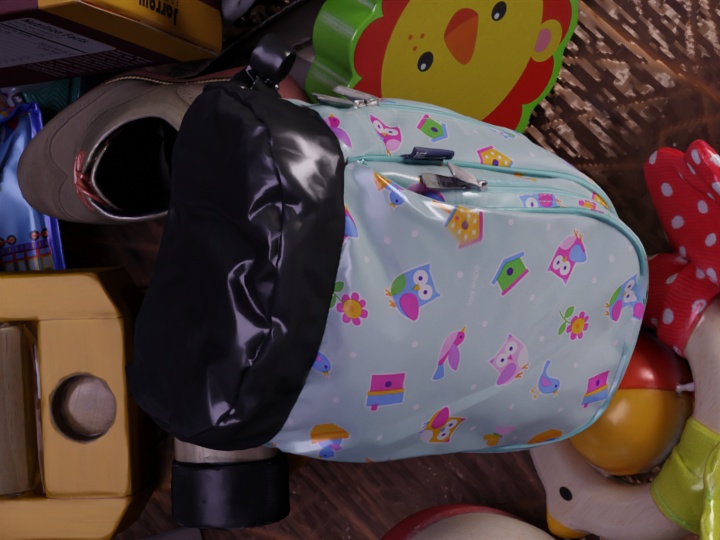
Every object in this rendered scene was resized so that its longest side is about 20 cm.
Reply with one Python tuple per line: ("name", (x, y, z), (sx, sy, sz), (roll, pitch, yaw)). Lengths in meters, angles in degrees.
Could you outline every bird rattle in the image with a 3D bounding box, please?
("bird rattle", (0.133, 0.048, 0.790), (0.162, 0.112, 0.202), (-16, 83, 43))

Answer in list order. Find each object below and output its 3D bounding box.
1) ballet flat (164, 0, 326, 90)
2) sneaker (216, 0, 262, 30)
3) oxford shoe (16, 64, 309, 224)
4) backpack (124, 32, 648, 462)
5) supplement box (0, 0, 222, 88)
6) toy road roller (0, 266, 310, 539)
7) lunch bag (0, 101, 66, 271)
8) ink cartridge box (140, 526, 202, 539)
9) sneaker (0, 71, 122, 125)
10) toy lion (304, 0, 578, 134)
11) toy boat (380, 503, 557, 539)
("ballet flat", (-0.029, -0.109, 0.888), (0.199, 0.046, 0.068), (-21, 85, 27))
("sneaker", (-0.014, -0.170, 0.852), (0.200, 0.098, 0.071), (-40, 58, 51))
("oxford shoe", (-0.111, -0.054, 0.819), (0.199, 0.075, 0.071), (-11, 100, 47))
("backpack", (0.018, 0.006, 0.739), (0.127, 0.199, 0.168), (48, 127, 46))
("supplement box", (-0.184, -0.195, 0.827), (0.198, 0.133, 0.199), (-5, 84, 22))
("toy road roller", (-0.112, 0.059, 0.872), (0.198, 0.146, 0.124), (-2, 93, 6))
("lunch bag", (-0.216, 0.028, 0.951), (0.150, 0.094, 0.202), (-7, 104, 46))
("ink cartridge box", (-0.142, 0.206, 0.880), (0.067, 0.200, 0.116), (-20, 85, 26))
("sneaker", (-0.191, -0.155, 0.972), (0.087, 0.074, 0.202), (-13, 95, 60))
("toy lion", (0.053, -0.138, 0.789), (0.200, 0.192, 0.069), (-40, 48, -17))
("toy boat", (0.042, 0.211, 0.846), (0.130, 0.130, 0.202), (6, 100, 57))
